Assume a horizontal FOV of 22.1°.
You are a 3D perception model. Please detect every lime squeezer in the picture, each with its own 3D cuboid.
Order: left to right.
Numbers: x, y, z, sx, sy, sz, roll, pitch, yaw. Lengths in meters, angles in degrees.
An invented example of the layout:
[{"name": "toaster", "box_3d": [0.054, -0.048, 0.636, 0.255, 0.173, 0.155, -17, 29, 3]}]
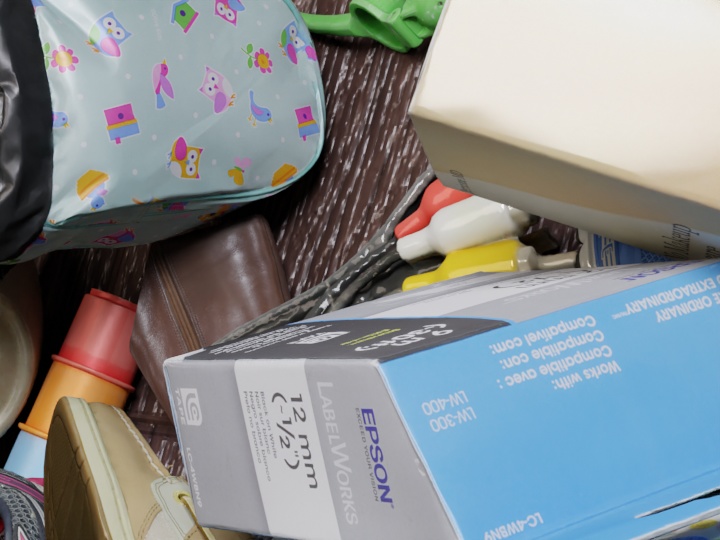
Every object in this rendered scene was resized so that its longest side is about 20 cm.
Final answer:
[{"name": "lime squeezer", "box_3d": [0.024, -0.137, 0.882, 0.200, 0.038, 0.071, -23, 54, 40]}]

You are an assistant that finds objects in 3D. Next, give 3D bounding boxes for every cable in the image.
[{"name": "cable", "box_3d": [0.000, 0.000, 0.792, 0.199, 0.050, 0.097, -22, 49, 14]}]

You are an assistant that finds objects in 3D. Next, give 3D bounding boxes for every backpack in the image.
[{"name": "backpack", "box_3d": [-0.118, -0.077, 0.887, 0.126, 0.199, 0.168, -2, 93, 48]}]

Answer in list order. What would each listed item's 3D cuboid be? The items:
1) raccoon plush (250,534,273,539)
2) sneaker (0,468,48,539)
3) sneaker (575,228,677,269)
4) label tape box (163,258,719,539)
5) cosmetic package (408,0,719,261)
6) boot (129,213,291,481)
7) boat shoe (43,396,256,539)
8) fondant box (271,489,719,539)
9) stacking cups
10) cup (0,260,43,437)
[{"name": "raccoon plush", "box_3d": [0.014, 0.112, 0.755, 0.097, 0.134, 0.200, 52, 144, 32]}, {"name": "sneaker", "box_3d": [-0.119, 0.155, 0.750, 0.200, 0.075, 0.081, 38, 93, 35]}, {"name": "sneaker", "box_3d": [0.137, -0.039, 0.673, 0.089, 0.078, 0.201, -16, 59, 45]}, {"name": "label tape box", "box_3d": [0.049, 0.039, 0.578, 0.200, 0.143, 0.066, -8, 96, 57]}, {"name": "cosmetic package", "box_3d": [0.123, -0.040, 0.592, 0.199, 0.105, 0.071, 18, 83, 14]}, {"name": "boot", "box_3d": [-0.085, 0.084, 0.864, 0.186, 0.064, 0.200, -40, 47, 8]}, {"name": "boat shoe", "box_3d": [-0.069, 0.123, 0.694, 0.200, 0.066, 0.074, 59, 142, 42]}, {"name": "fondant box", "box_3d": [0.065, 0.100, 0.568, 0.199, 0.144, 0.058, -12, 96, 14]}, {"name": "stacking cups", "box_3d": [-0.156, 0.110, 0.944, 0.060, 0.060, 0.201, 15, 78, 50]}, {"name": "cup", "box_3d": [-0.244, 0.032, 0.960, 0.143, 0.200, 0.201, 28, 91, 51]}]
